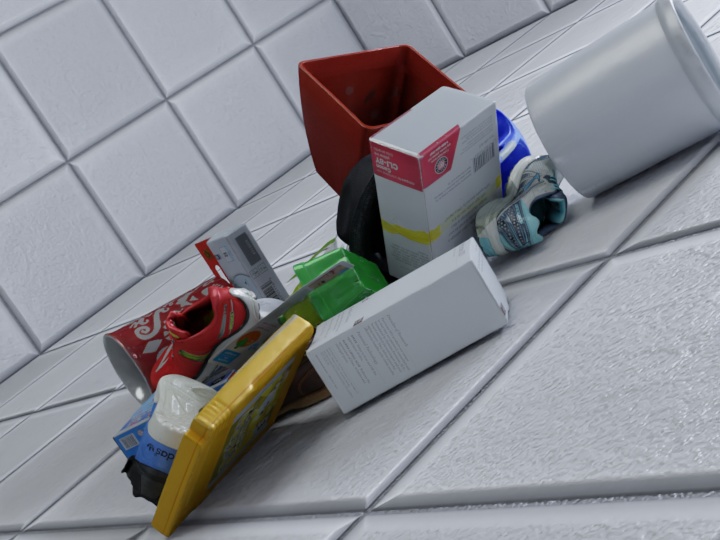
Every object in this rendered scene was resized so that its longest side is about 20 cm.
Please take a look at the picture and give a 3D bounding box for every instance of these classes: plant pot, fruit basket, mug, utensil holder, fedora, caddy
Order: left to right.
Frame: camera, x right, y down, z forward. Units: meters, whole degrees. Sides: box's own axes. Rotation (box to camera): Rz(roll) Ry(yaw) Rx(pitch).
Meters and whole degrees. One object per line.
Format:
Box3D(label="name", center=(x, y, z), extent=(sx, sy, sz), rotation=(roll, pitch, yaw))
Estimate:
Box3D(label="mug", center=(-0.286, 0.104, 1.901), extent=(0.200, 0.134, 0.177), rotation=(-34, 12, -25))
Box3D(label="fruit basket", center=(-0.058, 0.067, 1.445), extent=(0.200, 0.094, 0.185), rotation=(-42, -24, 10))
Box3D(label="plant pot", center=(0.030, -0.199, 1.810), extent=(0.199, 0.177, 0.200), rotation=(-15, 42, -29))
Box3D(label="fedora", center=(0.033, -0.084, 1.546), extent=(0.091, 0.201, 0.200), rotation=(25, 52, 40))
Box3D(label="caddy", center=(0.166, -0.143, 1.670), extent=(0.105, 0.142, 0.200), rotation=(-30, 10, 39))
Box3D(label="utensil holder", center=(0.317, -0.201, 1.428), extent=(0.200, 0.170, 0.170), rotation=(-29, 11, 26))

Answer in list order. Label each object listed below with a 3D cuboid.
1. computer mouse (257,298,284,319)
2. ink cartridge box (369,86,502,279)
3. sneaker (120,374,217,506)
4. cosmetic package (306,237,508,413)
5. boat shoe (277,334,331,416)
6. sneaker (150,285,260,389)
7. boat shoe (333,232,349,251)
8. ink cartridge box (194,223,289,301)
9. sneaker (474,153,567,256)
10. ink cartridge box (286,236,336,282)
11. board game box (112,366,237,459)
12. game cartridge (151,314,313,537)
Box3D(label="computer mouse", center=(-0.160, 0.075, 1.561), extent=(0.200, 0.044, 0.110), rotation=(-28, 10, 40))
Box3D(label="ink cartridge box", center=(0.095, -0.095, 1.463), extent=(0.083, 0.200, 0.145), rotation=(22, 47, 36))
Box3D(label="sneaker", center=(-0.211, 0.191, 1.352), extent=(0.200, 0.077, 0.111), rotation=(-101, 34, -78))
Box3D(label="cosmetic package", center=(0.051, 0.056, 1.274), extent=(0.200, 0.081, 0.113), rotation=(-32, 9, 10))
Box3D(label="boat shoe", center=(-0.108, 0.135, 1.410), extent=(0.200, 0.070, 0.070), rotation=(-30, 16, 23))
Box3D(label="sneaker", center=(-0.208, 0.078, 1.491), extent=(0.200, 0.085, 0.077), rotation=(-44, 47, 31))
Box3D(label="boat shoe", center=(0.000, 0.000, 1.599), extent=(0.071, 0.072, 0.200), rotation=(3, 54, 9))
Box3D(label="ink cartridge box", center=(-0.198, 0.018, 1.938), extent=(0.047, 0.160, 0.200), rotation=(-37, 11, -30))
Box3D(label="sneaker", center=(0.217, -0.078, 1.472), extent=(0.086, 0.078, 0.200), rotation=(-5, 30, 35))
Box3D(label="ink cartridge box", center=(0.013, -0.024, 1.754), extent=(0.200, 0.076, 0.148), rotation=(-28, 12, 33))
Box3D(label="board game box", center=(-0.194, 0.156, 1.595), extent=(0.200, 0.056, 0.196), rotation=(-27, 12, 27))
Box3D(label="game cartridge", center=(-0.130, 0.159, 1.255), extent=(0.200, 0.032, 0.177), rotation=(-49, -13, -47))
